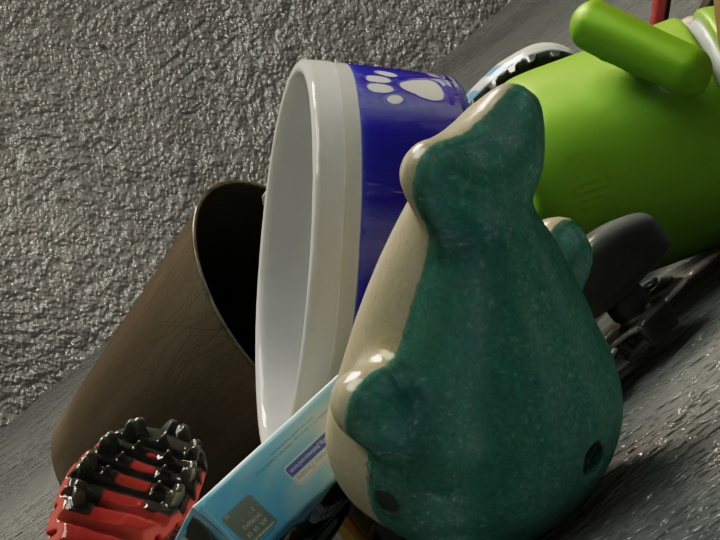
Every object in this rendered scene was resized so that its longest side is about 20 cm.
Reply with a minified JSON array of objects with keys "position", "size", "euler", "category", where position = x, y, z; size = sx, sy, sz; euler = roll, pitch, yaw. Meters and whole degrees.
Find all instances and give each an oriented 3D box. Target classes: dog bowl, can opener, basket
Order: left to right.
[{"position":[-0.092,0.076,1.628],"size":[0.136,0.181,0.200],"euler":[-9,-28,-48],"category":"basket"},{"position":[0.000,0.000,1.294],"size":[0.078,0.201,0.200],"euler":[4,1,-9],"category":"dog bowl"},{"position":[0.078,0.055,1.227],"size":[0.200,0.067,0.053],"euler":[-46,11,-25],"category":"can opener"}]

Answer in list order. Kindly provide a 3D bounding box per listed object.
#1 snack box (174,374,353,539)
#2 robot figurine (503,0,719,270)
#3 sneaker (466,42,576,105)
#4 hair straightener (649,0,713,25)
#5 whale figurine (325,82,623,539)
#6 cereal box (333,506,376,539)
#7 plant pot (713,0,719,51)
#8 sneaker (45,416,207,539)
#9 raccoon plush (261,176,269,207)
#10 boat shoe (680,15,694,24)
[{"position":[-0.050,0.131,1.195],"size":[0.116,0.037,0.200],"euler":[-41,-12,-35],"category":"snack box"},{"position":[0.145,-0.061,1.332],"size":[0.199,0.116,0.176],"euler":[-20,-31,0],"category":"robot figurine"},{"position":[0.064,-0.064,1.531],"size":[0.200,0.072,0.073],"euler":[-54,25,38],"category":"sneaker"},{"position":[0.208,-0.120,1.611],"size":[0.200,0.077,0.041],"euler":[95,-172,-55],"category":"hair straightener"},{"position":[0.056,0.027,1.071],"size":[0.159,0.104,0.201],"euler":[-35,-39,-40],"category":"whale figurine"},{"position":[-0.031,0.123,1.411],"size":[0.144,0.040,0.200],"euler":[-34,7,26],"category":"cereal box"},{"position":[0.216,-0.081,1.030],"size":[0.186,0.186,0.200],"euler":[-33,22,34],"category":"plant pot"},{"position":[-0.140,0.165,1.428],"size":[0.201,0.071,0.098],"euler":[-63,-13,-47],"category":"sneaker"},{"position":[0.064,-0.042,1.466],"size":[0.134,0.200,0.097],"euler":[-52,-3,-26],"category":"raccoon plush"},{"position":[0.200,-0.111,1.523],"size":[0.199,0.065,0.071],"euler":[-24,-15,-11],"category":"boat shoe"}]
